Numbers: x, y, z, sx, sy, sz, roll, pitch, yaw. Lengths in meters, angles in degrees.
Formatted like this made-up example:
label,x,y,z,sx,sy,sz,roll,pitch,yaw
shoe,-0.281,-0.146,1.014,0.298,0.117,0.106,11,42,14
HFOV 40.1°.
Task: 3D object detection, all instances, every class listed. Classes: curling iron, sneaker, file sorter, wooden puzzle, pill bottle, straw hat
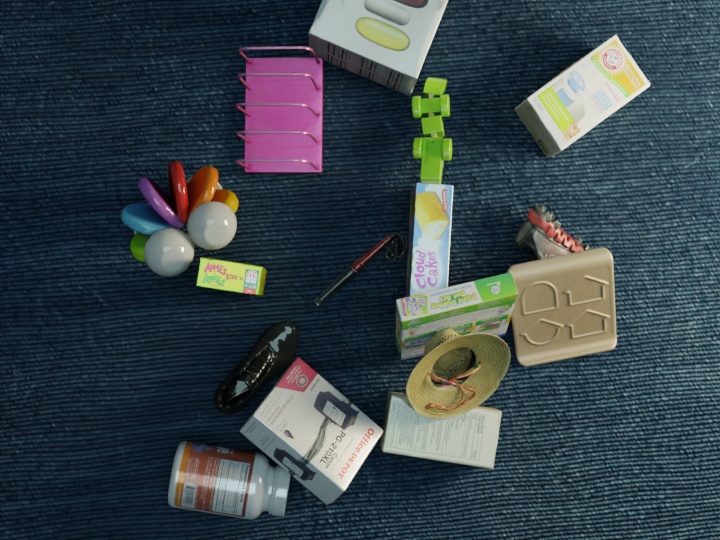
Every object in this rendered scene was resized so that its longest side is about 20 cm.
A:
label,x,y,z,sx,sy,sz,roll,pitch,yaw
curling iron,0.000,0.000,1.747,0.199,0.026,0.050,-34,65,0
sneaker,0.354,-0.023,1.754,0.200,0.071,0.098,39,104,-13
file sorter,-0.141,-0.275,1.689,0.137,0.125,0.203,1,89,6
sneaker,-0.177,0.172,1.704,0.076,0.091,0.201,38,86,0
wooden puzzle,0.353,0.061,1.736,0.183,0.046,0.202,-11,118,1
pill bottle,-0.221,0.362,1.686,0.197,0.112,0.114,10,88,-4
straw hat,0.148,0.150,1.653,0.199,0.085,0.203,-13,134,-13

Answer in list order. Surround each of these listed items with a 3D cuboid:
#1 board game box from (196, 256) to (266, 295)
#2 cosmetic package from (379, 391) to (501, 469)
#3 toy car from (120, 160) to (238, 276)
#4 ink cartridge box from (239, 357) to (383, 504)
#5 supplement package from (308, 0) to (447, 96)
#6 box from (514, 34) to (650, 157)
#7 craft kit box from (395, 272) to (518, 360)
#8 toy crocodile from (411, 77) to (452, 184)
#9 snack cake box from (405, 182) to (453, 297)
label,x,y,z,sx,sy,sz,roll,pitch,yaw
board game box,-0.212,0.012,1.650,0.100,0.200,0.048,8,88,-3
cosmetic package,0.139,0.279,1.730,0.197,0.071,0.107,11,87,-3
toy car,-0.310,-0.101,1.645,0.199,0.175,0.151,-32,125,-3
ink cartridge box,-0.081,0.273,1.680,0.200,0.084,0.145,40,52,-2
supplement package,0.036,-0.438,1.703,0.198,0.147,0.193,22,88,-2
box,0.390,-0.307,1.745,0.199,0.101,0.113,-35,91,-4
craft kit box,0.157,0.082,1.675,0.198,0.198,0.049,-13,69,-5
toy crocodile,0.127,-0.245,1.733,0.067,0.062,0.203,-2,79,11
snack cake box,0.118,-0.045,1.715,0.066,0.115,0.203,3,88,-3
